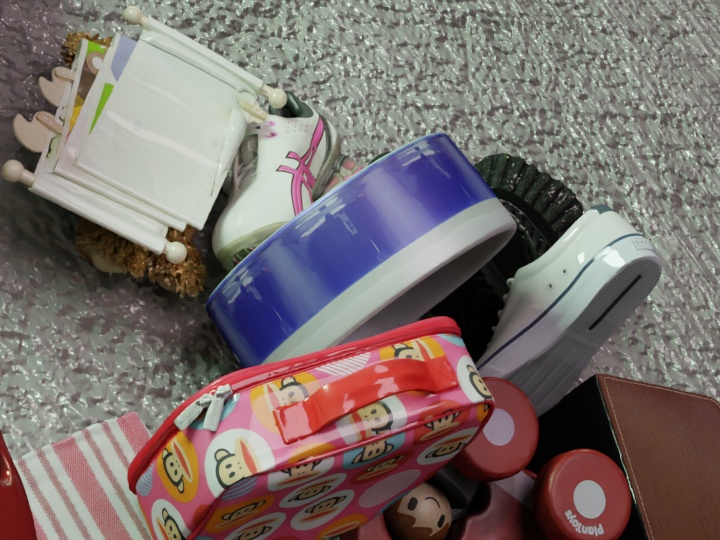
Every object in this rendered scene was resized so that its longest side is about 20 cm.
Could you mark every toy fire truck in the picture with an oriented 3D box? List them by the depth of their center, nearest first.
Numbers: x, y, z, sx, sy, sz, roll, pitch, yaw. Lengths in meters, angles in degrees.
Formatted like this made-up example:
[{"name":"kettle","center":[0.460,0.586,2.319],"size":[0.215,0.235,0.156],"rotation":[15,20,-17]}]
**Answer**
[{"name":"toy fire truck","center":[0.070,0.175,1.398],"size":[0.200,0.112,0.169],"rotation":[37,62,-16]}]

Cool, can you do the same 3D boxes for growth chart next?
[{"name":"growth chart","center":[-0.139,-0.094,1.382],"size":[0.144,0.018,0.200],"rotation":[33,45,-7]}]

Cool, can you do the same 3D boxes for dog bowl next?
[{"name":"dog bowl","center":[0.000,0.000,1.391],"size":[0.079,0.200,0.200],"rotation":[54,40,8]}]

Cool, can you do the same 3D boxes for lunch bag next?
[{"name":"lunch bag","center":[-0.024,0.098,1.248],"size":[0.199,0.176,0.082],"rotation":[-14,69,-32]}]

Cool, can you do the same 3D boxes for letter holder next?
[{"name":"letter holder","center":[0.209,0.190,1.505],"size":[0.142,0.101,0.201],"rotation":[11,52,-38]}]

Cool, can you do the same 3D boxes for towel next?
[{"name":"towel","center":[-0.165,0.175,1.243],"size":[0.199,0.030,0.147],"rotation":[-22,77,-48]}]

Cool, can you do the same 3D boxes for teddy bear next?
[{"name":"teddy bear","center":[-0.147,-0.075,1.425],"size":[0.144,0.067,0.201],"rotation":[28,44,-25]}]

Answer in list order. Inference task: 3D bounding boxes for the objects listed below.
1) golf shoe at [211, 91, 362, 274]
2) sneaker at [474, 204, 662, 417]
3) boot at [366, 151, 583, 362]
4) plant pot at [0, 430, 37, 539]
[{"name":"golf shoe","center":[-0.066,-0.060,1.460],"size":[0.092,0.072,0.200],"rotation":[56,24,-8]},{"name":"sneaker","center":[0.124,0.039,1.490],"size":[0.073,0.200,0.071],"rotation":[31,19,-46]},{"name":"boot","center":[0.083,-0.043,1.571],"size":[0.212,0.079,0.158],"rotation":[54,39,-30]},{"name":"plant pot","center":[-0.250,0.153,1.054],"size":[0.200,0.200,0.183],"rotation":[-26,84,-49]}]
